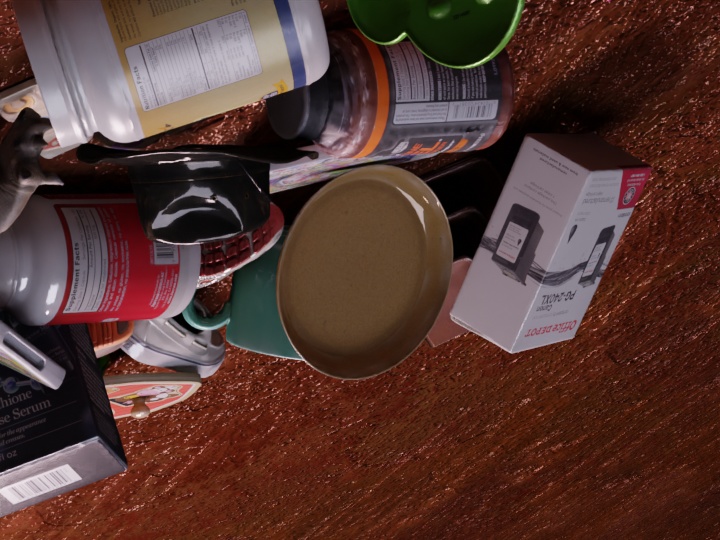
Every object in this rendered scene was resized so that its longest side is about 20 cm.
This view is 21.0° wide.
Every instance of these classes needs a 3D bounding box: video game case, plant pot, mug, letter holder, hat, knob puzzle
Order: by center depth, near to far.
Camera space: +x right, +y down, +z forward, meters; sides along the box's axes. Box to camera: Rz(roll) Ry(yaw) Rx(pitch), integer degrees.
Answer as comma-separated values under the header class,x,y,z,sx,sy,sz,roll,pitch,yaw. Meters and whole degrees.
class,x,y,z,sx,sy,sz,roll,pitch,yaw
hat,-0.132,-0.062,1.572,0.198,0.082,0.201,1,-174,0
video game case,-0.358,0.029,1.617,0.022,0.199,0.182,-63,161,-12
video game case,-0.007,-0.102,1.745,0.198,0.018,0.143,-14,176,-16
plant pot,0.000,0.000,1.793,0.199,0.202,0.027,-3,-166,-37
mug,-0.061,0.018,1.867,0.184,0.116,0.151,2,-172,-42
knob puzzle,-0.254,0.139,1.979,0.217,0.031,0.220,-9,166,-2
letter holder,0.101,-0.020,1.981,0.141,0.101,0.200,-24,158,4

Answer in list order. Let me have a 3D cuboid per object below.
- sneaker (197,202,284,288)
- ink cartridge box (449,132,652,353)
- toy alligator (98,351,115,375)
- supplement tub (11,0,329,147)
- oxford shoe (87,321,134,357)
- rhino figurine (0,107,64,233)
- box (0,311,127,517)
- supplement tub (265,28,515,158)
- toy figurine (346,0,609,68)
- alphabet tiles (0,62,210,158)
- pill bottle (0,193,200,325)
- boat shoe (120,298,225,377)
class,x,y,z,sx,sy,sz,roll,pitch,yaw
sneaker,-0.141,-0.028,1.783,0.199,0.079,0.082,-17,173,42
ink cartridge box,0.186,-0.028,1.907,0.145,0.083,0.201,-8,125,-57
toy alligator,-0.270,0.079,1.945,0.059,0.055,0.200,-10,156,-24
supplement tub,-0.134,-0.174,1.356,0.198,0.145,0.145,-18,158,-5
oxford shoe,-0.309,0.079,1.875,0.198,0.072,0.073,-12,142,5
rhino figurine,-0.302,-0.064,1.537,0.199,0.088,0.060,-31,155,28
box,-0.315,0.102,1.764,0.147,0.201,0.107,-21,157,0
supplement tub,0.022,-0.147,1.608,0.198,0.108,0.107,-5,154,-31
toy figurine,0.117,-0.236,1.487,0.183,0.152,0.199,-14,-179,-39
alphabet tiles,-0.185,-0.147,1.549,0.194,0.015,0.200,-22,159,5
pill bottle,-0.247,-0.010,1.680,0.199,0.113,0.112,-2,152,-37
boat shoe,-0.180,0.057,1.962,0.066,0.072,0.200,-46,155,11
